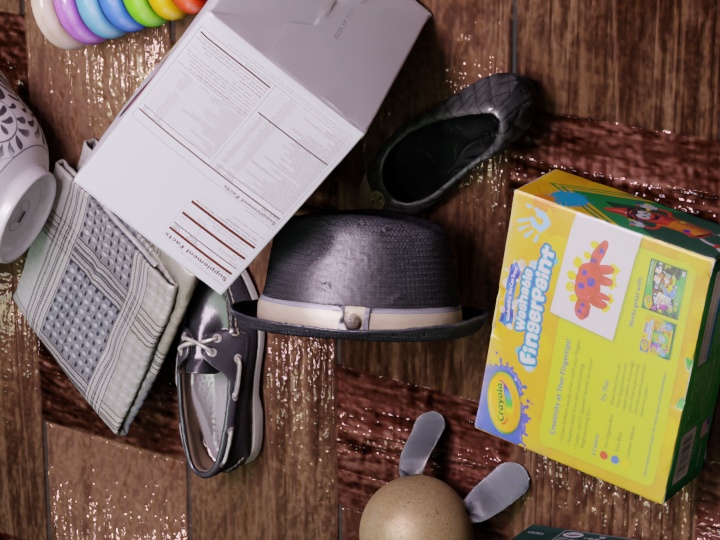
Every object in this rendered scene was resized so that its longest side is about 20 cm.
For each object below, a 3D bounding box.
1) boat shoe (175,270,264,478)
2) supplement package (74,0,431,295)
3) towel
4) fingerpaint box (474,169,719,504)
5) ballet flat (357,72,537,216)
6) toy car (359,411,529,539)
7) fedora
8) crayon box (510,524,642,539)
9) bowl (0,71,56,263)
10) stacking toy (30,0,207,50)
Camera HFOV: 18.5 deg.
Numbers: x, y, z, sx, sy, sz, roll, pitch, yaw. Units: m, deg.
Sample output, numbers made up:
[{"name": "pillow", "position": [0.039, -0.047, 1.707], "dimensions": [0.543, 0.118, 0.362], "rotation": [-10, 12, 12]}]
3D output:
[{"name": "boat shoe", "position": [-0.127, 0.080, 1.890], "dimensions": [0.074, 0.060, 0.201], "rotation": [12, 112, 33]}, {"name": "supplement package", "position": [-0.080, -0.131, 1.679], "dimensions": [0.147, 0.191, 0.200], "rotation": [38, 127, -8]}, {"name": "towel", "position": [-0.227, 0.013, 1.926], "dimensions": [0.193, 0.034, 0.200], "rotation": [49, 128, 32]}, {"name": "fingerpaint box", "position": [0.186, 0.047, 1.651], "dimensions": [0.166, 0.073, 0.201], "rotation": [20, 116, 27]}, {"name": "ballet flat", "position": [0.057, -0.092, 1.700], "dimensions": [0.067, 0.057, 0.200], "rotation": [54, 133, 2]}, {"name": "toy car", "position": [0.046, 0.222, 1.800], "dimensions": [0.164, 0.158, 0.200], "rotation": [30, 92, 19]}, {"name": "fedora", "position": [0.000, 0.000, 1.706], "dimensions": [0.200, 0.200, 0.092], "rotation": [6, 96, 33]}, {"name": "crayon box", "position": [0.186, 0.308, 1.755], "dimensions": [0.125, 0.052, 0.201], "rotation": [5, 108, 34]}, {"name": "bowl", "position": [-0.323, -0.066, 1.901], "dimensions": [0.094, 0.201, 0.201], "rotation": [28, 121, 12]}, {"name": "stacking toy", "position": [-0.168, -0.234, 1.806], "dimensions": [0.199, 0.085, 0.086], "rotation": [-6, 103, 30]}]
